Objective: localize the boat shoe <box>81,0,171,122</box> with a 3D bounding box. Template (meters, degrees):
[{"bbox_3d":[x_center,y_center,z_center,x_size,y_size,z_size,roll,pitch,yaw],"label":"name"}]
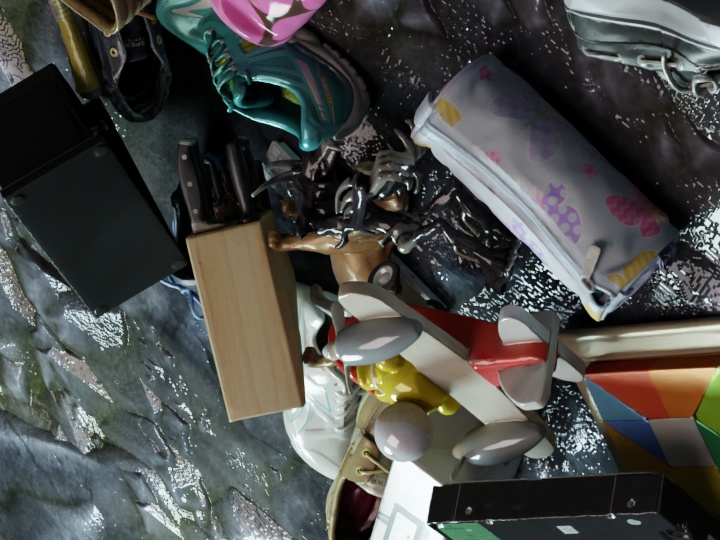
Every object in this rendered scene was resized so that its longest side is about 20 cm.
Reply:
[{"bbox_3d":[-0.186,-0.212,1.735,0.201,0.070,0.091,84,165,-50],"label":"boat shoe"}]

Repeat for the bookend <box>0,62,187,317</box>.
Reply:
[{"bbox_3d":[-0.247,-0.099,1.796,0.201,0.092,0.199,59,179,33],"label":"bookend"}]

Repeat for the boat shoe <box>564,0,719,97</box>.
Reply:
[{"bbox_3d":[0.206,-0.144,1.368,0.199,0.073,0.068,15,129,41],"label":"boat shoe"}]

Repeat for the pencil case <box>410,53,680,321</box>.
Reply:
[{"bbox_3d":[0.127,-0.057,1.531,0.200,0.091,0.083,46,146,7],"label":"pencil case"}]

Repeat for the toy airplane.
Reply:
[{"bbox_3d":[0.064,0.081,1.635,0.199,0.142,0.199,28,165,3],"label":"toy airplane"}]

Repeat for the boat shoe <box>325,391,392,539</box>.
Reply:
[{"bbox_3d":[0.020,0.166,1.853,0.074,0.067,0.201,14,128,-5],"label":"boat shoe"}]

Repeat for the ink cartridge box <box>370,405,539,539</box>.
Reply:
[{"bbox_3d":[0.071,0.186,1.809,0.068,0.116,0.201,36,144,17],"label":"ink cartridge box"}]

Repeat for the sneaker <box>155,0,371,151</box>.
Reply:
[{"bbox_3d":[-0.084,-0.161,1.682,0.200,0.080,0.078,35,144,22],"label":"sneaker"}]

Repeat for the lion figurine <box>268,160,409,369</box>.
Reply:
[{"bbox_3d":[0.000,0.000,1.746,0.122,0.073,0.201,-1,129,24],"label":"lion figurine"}]

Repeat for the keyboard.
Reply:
[{"bbox_3d":[-0.007,-0.023,1.790,0.200,0.011,0.056,46,146,7],"label":"keyboard"}]

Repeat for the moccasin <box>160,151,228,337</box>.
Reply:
[{"bbox_3d":[-0.143,-0.014,1.903,0.080,0.068,0.201,27,140,30],"label":"moccasin"}]

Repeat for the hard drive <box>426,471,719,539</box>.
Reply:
[{"bbox_3d":[0.168,0.196,1.655,0.199,0.038,0.140,-8,148,35],"label":"hard drive"}]

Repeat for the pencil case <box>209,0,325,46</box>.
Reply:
[{"bbox_3d":[-0.047,-0.239,1.558,0.093,0.091,0.200,15,149,-19],"label":"pencil case"}]

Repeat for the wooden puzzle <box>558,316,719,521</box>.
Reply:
[{"bbox_3d":[0.241,0.121,1.620,0.199,0.037,0.186,-3,120,51],"label":"wooden puzzle"}]

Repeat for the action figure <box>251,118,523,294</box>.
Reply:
[{"bbox_3d":[0.026,-0.059,1.605,0.199,0.119,0.103,20,123,2],"label":"action figure"}]

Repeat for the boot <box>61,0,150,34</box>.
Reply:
[{"bbox_3d":[-0.194,-0.284,1.620,0.200,0.155,0.073,53,146,-6],"label":"boot"}]

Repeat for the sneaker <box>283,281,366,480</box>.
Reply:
[{"bbox_3d":[-0.028,0.100,1.881,0.080,0.070,0.201,4,125,44],"label":"sneaker"}]

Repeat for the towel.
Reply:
[{"bbox_3d":[-0.255,-0.236,1.782,0.144,0.023,0.201,-122,11,-72],"label":"towel"}]

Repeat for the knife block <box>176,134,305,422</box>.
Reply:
[{"bbox_3d":[-0.100,-0.006,1.758,0.064,0.201,0.176,-12,142,8],"label":"knife block"}]
